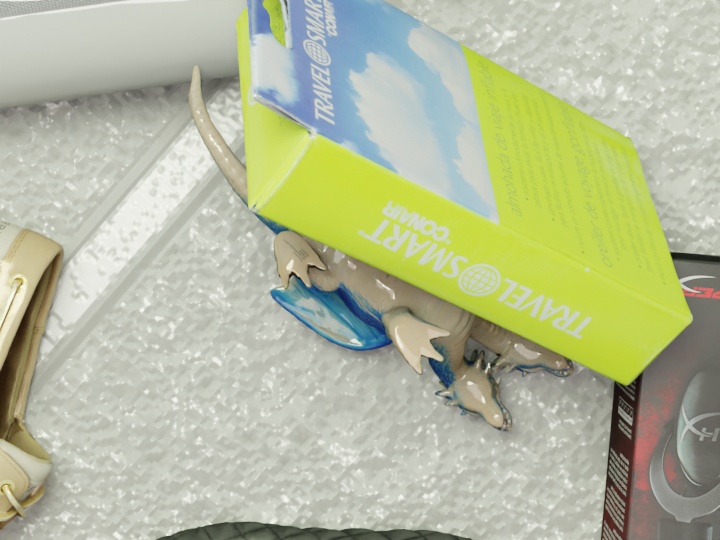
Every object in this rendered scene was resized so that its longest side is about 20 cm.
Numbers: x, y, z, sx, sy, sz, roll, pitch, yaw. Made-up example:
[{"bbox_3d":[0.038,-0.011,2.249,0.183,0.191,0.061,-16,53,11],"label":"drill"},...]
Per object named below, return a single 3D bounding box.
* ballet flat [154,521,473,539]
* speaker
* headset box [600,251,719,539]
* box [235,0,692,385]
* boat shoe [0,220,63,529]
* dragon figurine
[{"bbox_3d":[-0.030,0.142,0.821,0.198,0.057,0.067,-5,93,1],"label":"ballet flat"},{"bbox_3d":[-0.106,-0.112,0.793,0.198,0.081,0.082,-7,94,2],"label":"speaker"},{"bbox_3d":[0.179,0.097,0.805,0.147,0.077,0.202,5,93,0],"label":"headset box"},{"bbox_3d":[0.029,-0.044,0.731,0.199,0.122,0.048,25,123,-26],"label":"box"},{"bbox_3d":[-0.164,0.077,0.810,0.069,0.074,0.202,8,94,6],"label":"boat shoe"},{"bbox_3d":[0.000,0.000,0.796,0.199,0.099,0.059,33,81,2],"label":"dragon figurine"}]
